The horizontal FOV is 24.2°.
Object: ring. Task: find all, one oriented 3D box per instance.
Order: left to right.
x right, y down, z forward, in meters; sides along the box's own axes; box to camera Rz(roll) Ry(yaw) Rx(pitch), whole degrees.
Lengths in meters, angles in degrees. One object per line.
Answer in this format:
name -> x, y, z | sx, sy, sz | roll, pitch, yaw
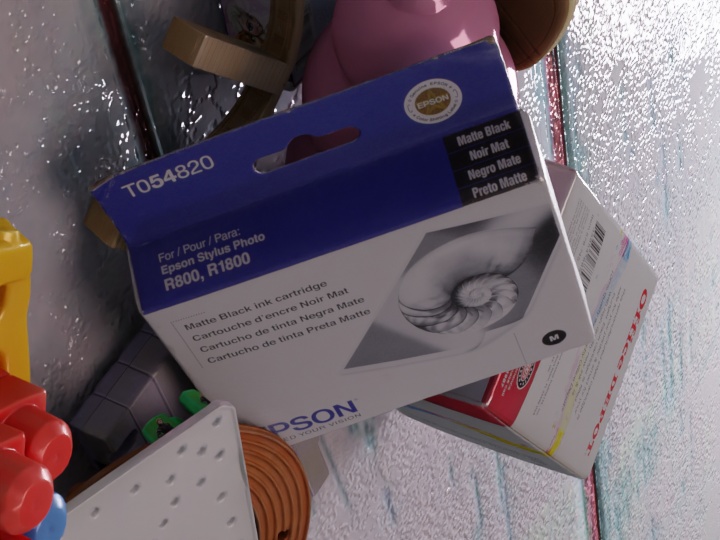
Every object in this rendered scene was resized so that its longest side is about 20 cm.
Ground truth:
ring -> -0.108, 0.159, 0.851 | 0.199, 0.019, 0.202 | -27, 138, -27

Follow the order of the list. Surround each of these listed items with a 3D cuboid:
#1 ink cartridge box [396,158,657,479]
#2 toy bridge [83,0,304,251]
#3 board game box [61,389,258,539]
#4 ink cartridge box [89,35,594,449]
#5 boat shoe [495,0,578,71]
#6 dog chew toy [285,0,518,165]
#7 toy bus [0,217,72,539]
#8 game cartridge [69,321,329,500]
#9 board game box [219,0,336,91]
ink cartridge box -> 0.074, 0.021, 1.021 | 0.200, 0.143, 0.147 | 39, 71, -59
toy bridge -> -0.061, -0.101, 0.785 | 0.067, 0.027, 0.202 | 12, 106, -51
board game box -> -0.133, 0.175, 0.794 | 0.199, 0.026, 0.202 | -34, 140, -27
ink cartridge box -> 0.000, 0.000, 0.791 | 0.201, 0.197, 0.041 | 61, 12, -51
boat shoe -> 0.073, -0.144, 0.866 | 0.064, 0.071, 0.200 | -44, -173, -14
dog chew toy -> 0.023, -0.080, 0.824 | 0.125, 0.124, 0.201 | -56, 164, -27
toy bus -> -0.168, 0.026, 0.553 | 0.135, 0.190, 0.203 | -22, 122, -53
game cartridge -> -0.080, 0.095, 0.908 | 0.130, 0.038, 0.201 | -59, 148, -32
board game box -> -0.010, -0.230, 0.845 | 0.200, 0.041, 0.202 | -48, 143, -37
